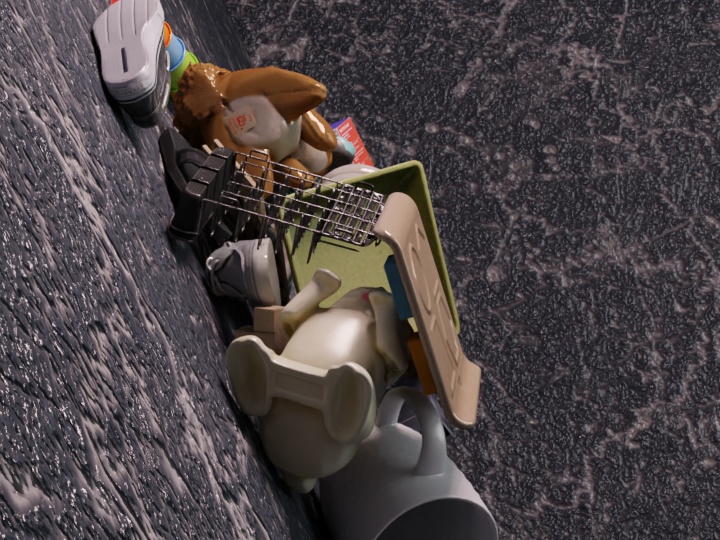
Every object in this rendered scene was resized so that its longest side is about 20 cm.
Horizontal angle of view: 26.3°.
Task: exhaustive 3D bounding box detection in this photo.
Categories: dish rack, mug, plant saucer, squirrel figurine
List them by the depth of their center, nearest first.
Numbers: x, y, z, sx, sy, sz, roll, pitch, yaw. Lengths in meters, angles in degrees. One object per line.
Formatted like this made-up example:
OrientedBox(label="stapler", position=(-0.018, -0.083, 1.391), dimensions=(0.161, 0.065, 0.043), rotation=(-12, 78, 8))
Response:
OrientedBox(label="dish rack", position=(-0.072, -0.058, 1.483), dimensions=(0.154, 0.199, 0.055), rotation=(-68, 173, -64))
OrientedBox(label="mug", position=(0.039, 0.211, 1.524), dimensions=(0.175, 0.147, 0.201), rotation=(-128, -137, -54))
OrientedBox(label="plant saucer", position=(0.000, 0.000, 1.657), dimensions=(0.048, 0.199, 0.201), rotation=(-5, -80, 53))
OrientedBox(label="squirrel figurine", position=(-0.118, -0.167, 1.775), dimensions=(0.199, 0.142, 0.187), rotation=(24, 5, 16))

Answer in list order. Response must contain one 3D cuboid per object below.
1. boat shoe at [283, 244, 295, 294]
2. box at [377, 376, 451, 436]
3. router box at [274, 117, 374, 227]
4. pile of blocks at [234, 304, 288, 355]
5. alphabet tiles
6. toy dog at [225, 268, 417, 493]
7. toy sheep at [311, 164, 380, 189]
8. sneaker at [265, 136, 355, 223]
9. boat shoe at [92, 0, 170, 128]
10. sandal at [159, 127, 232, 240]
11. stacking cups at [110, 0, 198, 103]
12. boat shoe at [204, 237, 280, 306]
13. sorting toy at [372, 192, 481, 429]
OrientedBox(label="boat shoe", position=(-0.107, 0.003, 1.870), dimensions=(0.069, 0.072, 0.200), rotation=(63, -6, -17))
OrientedBox(label="box", position=(-0.006, 0.123, 1.757), dimensions=(0.201, 0.148, 0.107), rotation=(64, 2, 15))
OrientedBox(label="router box", position=(-0.063, -0.079, 1.991), dimensions=(0.180, 0.199, 0.049), rotation=(64, 29, -13))
OrientedBox(label="pile of blocks", position=(-0.074, 0.095, 1.525), dimensions=(0.082, 0.062, 0.200), rotation=(-64, 146, -37))
OrientedBox(label="alphabet tiles", position=(-0.123, -0.042, 1.681), dimensions=(0.166, 0.006, 0.201), rotation=(48, -25, 37))
OrientedBox(label="toy dog", position=(-0.011, 0.094, 1.434), dimensions=(0.200, 0.139, 0.195), rotation=(-49, 138, -53))
OrientedBox(label="toy sheep", position=(-0.001, -0.061, 1.793), dimensions=(0.138, 0.137, 0.200), rotation=(64, 7, -10))
OrientedBox(label="sneaker", position=(-0.089, -0.100, 1.898), dimensions=(0.078, 0.199, 0.092), rotation=(35, 42, -42))
OrientedBox(label="boat shoe", position=(-0.229, -0.210, 1.557), dimensions=(0.200, 0.072, 0.071), rotation=(-95, 171, -53))
OrientedBox(label="sandal", position=(-0.168, -0.103, 1.619), dimensions=(0.075, 0.048, 0.201), rotation=(45, 9, -37))
OrientedBox(label="stacking cups", position=(-0.246, -0.267, 1.846), dimensions=(0.061, 0.060, 0.200), rotation=(66, 8, 29))
OrientedBox(label="boat shoe", position=(-0.119, 0.005, 1.540), dimensions=(0.201, 0.071, 0.070), rotation=(-145, -134, -83))
OrientedBox(label="sorting toy", position=(0.059, 0.035, 1.440), dimensions=(0.185, 0.036, 0.201), rotation=(-66, 134, -75))
